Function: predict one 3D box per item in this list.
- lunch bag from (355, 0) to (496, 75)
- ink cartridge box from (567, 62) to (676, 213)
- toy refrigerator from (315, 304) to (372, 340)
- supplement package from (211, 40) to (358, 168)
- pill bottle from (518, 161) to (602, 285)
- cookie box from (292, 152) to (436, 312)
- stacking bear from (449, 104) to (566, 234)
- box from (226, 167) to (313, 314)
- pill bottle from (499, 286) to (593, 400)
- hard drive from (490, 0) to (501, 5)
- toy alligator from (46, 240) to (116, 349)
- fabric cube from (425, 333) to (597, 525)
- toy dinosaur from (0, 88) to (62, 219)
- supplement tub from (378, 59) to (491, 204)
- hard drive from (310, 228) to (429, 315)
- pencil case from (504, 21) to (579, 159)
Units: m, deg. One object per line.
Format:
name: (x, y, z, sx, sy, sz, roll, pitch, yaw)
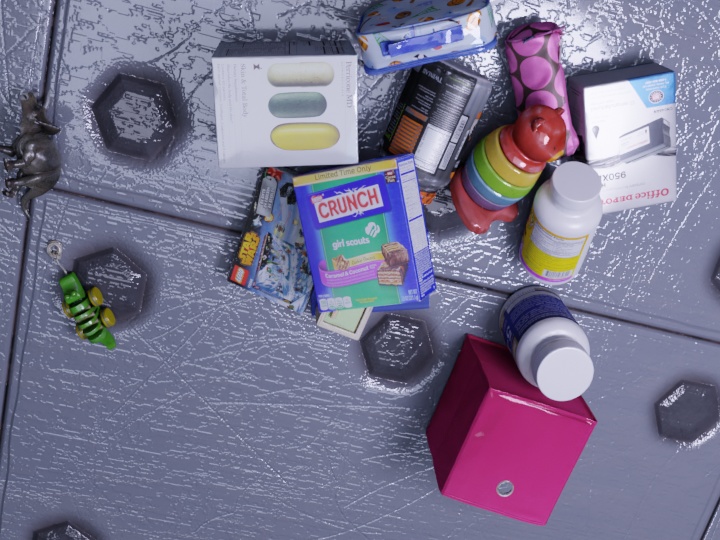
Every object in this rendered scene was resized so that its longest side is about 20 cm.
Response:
lunch bag: (0.086, -0.326, 1.217, 0.196, 0.161, 0.077, -11, 119, 10)
ink cartridge box: (0.403, -0.200, 1.364, 0.141, 0.085, 0.204, -10, 112, 0)
toy refrigerator: (0.000, 0.000, 1.388, 0.075, 0.070, 0.203, 21, 108, -12)
supplement package: (-0.105, -0.241, 1.270, 0.195, 0.151, 0.155, -2, 111, -4)
pill bottle: (0.306, -0.072, 1.348, 0.102, 0.106, 0.201, -2, 147, -4)
cookie box: (0.006, -0.053, 1.284, 0.168, 0.075, 0.204, -7, 99, 25)
stacking bear: (0.226, -0.162, 1.304, 0.115, 0.120, 0.200, 57, 140, 12)
box: (-0.115, -0.051, 1.387, 0.135, 0.040, 0.203, 23, 108, 3)
pill bottle: (0.298, 0.117, 1.416, 0.117, 0.201, 0.122, -1, 111, -4)
hard drive: (0.204, -0.463, 1.270, 0.197, 0.025, 0.134, -26, 111, 5)
toy alligator: (-0.445, 0.049, 1.405, 0.058, 0.054, 0.203, -23, 111, 4)
fabric cube: (0.241, 0.259, 1.467, 0.193, 0.201, 0.203, 19, 108, -11)
toy dinosaur: (-0.479, -0.155, 1.310, 0.101, 0.077, 0.203, -22, 131, -31)
supplement tub: (0.103, -0.209, 1.316, 0.120, 0.123, 0.203, 20, 109, -12)
hard drive: (0.014, 0.003, 1.442, 0.195, 0.025, 0.135, -4, 111, -3)
pencil case: (0.274, -0.262, 1.323, 0.092, 0.091, 0.203, -2, 119, 30)
